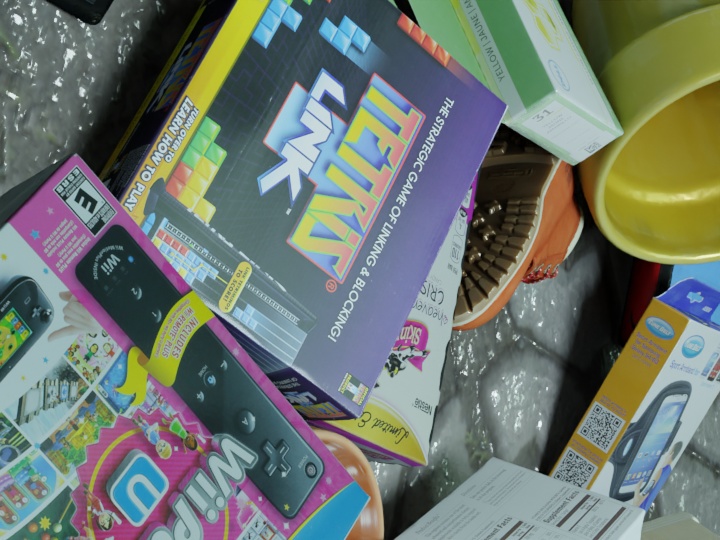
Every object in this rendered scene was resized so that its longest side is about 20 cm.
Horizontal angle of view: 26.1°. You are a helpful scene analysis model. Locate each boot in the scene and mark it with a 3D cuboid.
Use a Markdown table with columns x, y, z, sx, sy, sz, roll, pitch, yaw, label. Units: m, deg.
| x | y | z | sx | sy | sz | roll | pitch | yaw | label |
| --- | --- | --- | --- | --- | --- | --- | --- | --- | --- |
| 0.103 | -0.014 | 1.045 | 0.200 | 0.075 | 0.107 | -58 | 140 | -39 | boot |

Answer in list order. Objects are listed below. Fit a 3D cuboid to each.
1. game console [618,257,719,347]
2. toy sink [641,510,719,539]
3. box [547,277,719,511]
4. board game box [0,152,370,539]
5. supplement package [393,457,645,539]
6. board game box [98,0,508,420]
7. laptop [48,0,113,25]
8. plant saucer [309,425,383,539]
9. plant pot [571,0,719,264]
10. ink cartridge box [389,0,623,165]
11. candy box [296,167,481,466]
| x | y | z | sx | sy | sz | roll | pitch | yaw | label |
| --- | --- | --- | --- | --- | --- | --- | --- | --- | --- |
| 0.287 | -0.026 | 1.262 | 0.172 | 0.118 | 0.201 | 95 | 8 | -71 | game console |
| 0.210 | 0.251 | 1.070 | 0.112 | 0.200 | 0.131 | -14 | 105 | -18 | toy sink |
| 0.219 | 0.103 | 1.170 | 0.119 | 0.041 | 0.200 | 17 | 106 | -54 | box |
| -0.104 | 0.077 | 0.626 | 0.200 | 0.064 | 0.148 | 52 | 46 | -18 | board game box |
| 0.074 | 0.229 | 0.927 | 0.200 | 0.111 | 0.156 | -25 | 128 | -58 | supplement package |
| -0.032 | -0.050 | 0.789 | 0.165 | 0.057 | 0.200 | 36 | 65 | -24 | board game box |
| -0.158 | -0.251 | 0.703 | 0.187 | 0.116 | 0.200 | 26 | 98 | -53 | laptop |
| -0.055 | 0.179 | 0.825 | 0.200 | 0.032 | 0.201 | -26 | 123 | -50 | plant saucer |
| 0.238 | -0.138 | 1.119 | 0.201 | 0.200 | 0.189 | 47 | 24 | -46 | plant pot |
| 0.079 | -0.157 | 0.968 | 0.200 | 0.048 | 0.146 | 21 | 42 | -56 | ink cartridge box |
| 0.000 | 0.000 | 0.899 | 0.136 | 0.061 | 0.201 | 30 | 67 | -52 | candy box |
